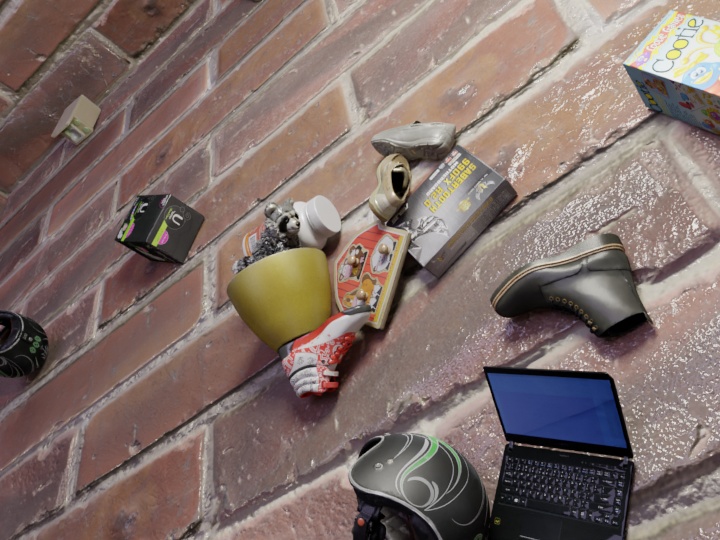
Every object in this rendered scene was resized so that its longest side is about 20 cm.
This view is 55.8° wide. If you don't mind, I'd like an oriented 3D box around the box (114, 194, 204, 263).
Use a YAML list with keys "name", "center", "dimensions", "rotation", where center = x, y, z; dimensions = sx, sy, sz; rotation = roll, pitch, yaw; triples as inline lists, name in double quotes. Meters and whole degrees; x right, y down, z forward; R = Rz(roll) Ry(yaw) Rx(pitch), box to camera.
- name: "box"
  center: [-0.547, -0.114, 1.851]
  dimensions: [0.199, 0.124, 0.150]
  rotation: [6, 68, 46]

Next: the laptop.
- name: "laptop"
  center: [0.226, 0.233, 0.827]
  dimensions: [0.176, 0.103, 0.202]
  rotation: [-4, 59, 44]

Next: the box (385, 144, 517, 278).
- name: "box"
  center: [0.154, -0.107, 1.195]
  dimensions: [0.200, 0.048, 0.159]
  rotation: [-47, 38, 8]

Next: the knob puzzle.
- name: "knob puzzle"
  center: [0.000, 0.000, 1.250]
  dimensions: [0.219, 0.030, 0.222]
  rotation: [-27, 54, 46]

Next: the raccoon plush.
- name: "raccoon plush"
  center: [-0.194, -0.064, 1.331]
  dimensions: [0.198, 0.135, 0.097]
  rotation: [-9, 10, 23]

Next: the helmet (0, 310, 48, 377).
- name: "helmet"
  center: [-1.040, 0.227, 2.035]
  dimensions: [0.198, 0.191, 0.202]
  rotation: [-2, 58, 3]

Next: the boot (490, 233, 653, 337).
- name: "boot"
  center: [0.283, 0.050, 0.933]
  dimensions: [0.199, 0.077, 0.139]
  rotation: [-32, 48, 26]

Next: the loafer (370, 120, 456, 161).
- name: "loafer"
  center: [0.105, -0.260, 1.349]
  dimensions: [0.199, 0.070, 0.070]
  rotation: [11, 63, 42]

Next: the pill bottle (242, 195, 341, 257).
- name: "pill bottle"
  center: [-0.142, -0.072, 1.420]
  dimensions: [0.199, 0.112, 0.113]
  rotation: [-29, 45, 27]

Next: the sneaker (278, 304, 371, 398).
- name: "sneaker"
  center: [-0.046, 0.147, 1.186]
  dimensions: [0.200, 0.067, 0.109]
  rotation: [-31, 70, 20]

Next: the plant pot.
- name: "plant pot"
  center: [-0.132, 0.069, 1.267]
  dimensions: [0.199, 0.199, 0.143]
  rotation: [-33, 69, 24]

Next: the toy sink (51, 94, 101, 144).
- name: "toy sink"
  center: [-1.219, -0.631, 2.926]
  dimensions: [0.130, 0.112, 0.201]
  rotation: [-27, 41, 29]

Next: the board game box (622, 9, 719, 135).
- name: "board game box"
  center: [0.484, -0.266, 0.934]
  dimensions: [0.103, 0.105, 0.200]
  rotation: [-48, 40, 5]

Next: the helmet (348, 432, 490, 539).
- name: "helmet"
  center: [0.066, 0.304, 0.868]
  dimensions: [0.198, 0.190, 0.202]
  rotation: [6, 104, 24]

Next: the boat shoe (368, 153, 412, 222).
- name: "boat shoe"
  center: [0.069, -0.168, 1.278]
  dimensions: [0.065, 0.072, 0.201]
  rotation: [-37, 19, 34]
